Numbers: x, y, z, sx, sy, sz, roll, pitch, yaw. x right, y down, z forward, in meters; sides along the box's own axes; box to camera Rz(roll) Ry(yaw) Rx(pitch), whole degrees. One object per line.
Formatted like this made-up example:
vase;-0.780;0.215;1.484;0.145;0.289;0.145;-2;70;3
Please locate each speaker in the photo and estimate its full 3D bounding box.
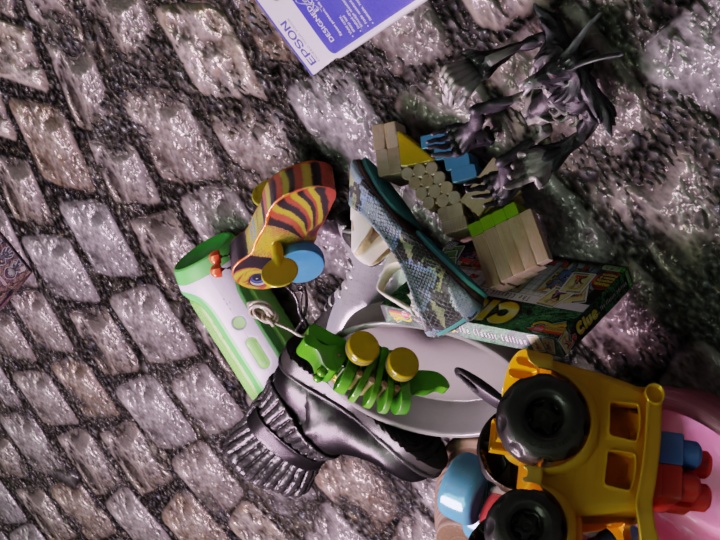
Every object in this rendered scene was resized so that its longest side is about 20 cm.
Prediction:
speaker;-0.114;0.062;1.763;0.088;0.088;0.201;-10;116;53

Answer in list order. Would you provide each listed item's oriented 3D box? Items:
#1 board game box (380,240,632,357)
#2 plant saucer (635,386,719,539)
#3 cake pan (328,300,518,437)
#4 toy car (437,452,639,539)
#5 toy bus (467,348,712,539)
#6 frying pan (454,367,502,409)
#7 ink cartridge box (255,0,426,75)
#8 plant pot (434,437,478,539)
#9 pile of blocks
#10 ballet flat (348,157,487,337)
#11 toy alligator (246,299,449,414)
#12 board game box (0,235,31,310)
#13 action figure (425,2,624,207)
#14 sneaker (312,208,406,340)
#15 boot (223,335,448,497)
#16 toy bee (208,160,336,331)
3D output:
board game box;0.121;0.021;1.422;0.199;0.105;0.024;9;133;44
plant saucer;0.292;0.175;1.427;0.200;0.051;0.202;31;143;27
cake pan;0.062;0.090;1.552;0.198;0.037;0.201;10;147;7
toy car;0.140;0.296;1.477;0.183;0.202;0.177;21;167;25
toy bus;0.186;0.181;1.330;0.190;0.202;0.136;11;160;-3
frying pan;0.168;0.153;1.480;0.189;0.031;0.116;26;143;41
ink cartridge box;-0.038;-0.278;1.361;0.198;0.047;0.199;53;149;-9
plant pot;0.139;0.259;1.658;0.200;0.093;0.202;30;142;27
pile of blocks;0.094;-0.063;1.423;0.200;0.082;0.062;46;-168;23
ballet flat;0.029;-0.018;1.421;0.200;0.074;0.075;52;157;41
toy alligator;-0.016;0.086;1.493;0.198;0.055;0.059;22;147;-10
board game box;-0.543;0.046;2.150;0.097;0.200;0.159;50;148;-3
action figure;0.122;-0.118;1.282;0.119;0.101;0.200;56;150;10
sneaker;0.000;0.000;1.586;0.199;0.075;0.116;-26;99;46
boot;-0.026;0.181;1.697;0.210;0.079;0.159;37;118;13
toy bee;-0.088;-0.017;1.608;0.131;0.107;0.202;-115;29;-62
